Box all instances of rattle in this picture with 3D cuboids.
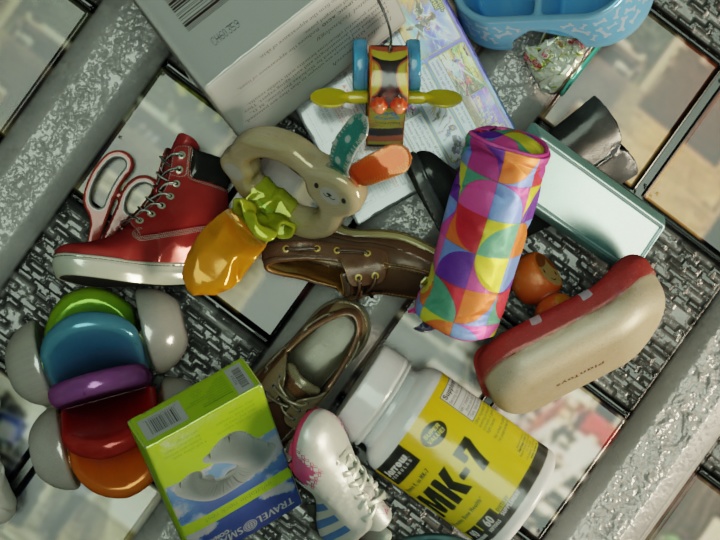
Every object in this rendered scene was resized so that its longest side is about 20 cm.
[{"bbox_3d":[-0.064,-0.056,1.426,0.143,0.199,0.131,-36,117,-37],"label":"rattle"}]

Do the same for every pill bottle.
[{"bbox_3d":[0.077,0.166,1.538,0.199,0.114,0.115,35,90,-1],"label":"pill bottle"}]

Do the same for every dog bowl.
[{"bbox_3d":[0.177,-0.272,1.526,0.198,0.050,0.113,2,77,23],"label":"dog bowl"}]

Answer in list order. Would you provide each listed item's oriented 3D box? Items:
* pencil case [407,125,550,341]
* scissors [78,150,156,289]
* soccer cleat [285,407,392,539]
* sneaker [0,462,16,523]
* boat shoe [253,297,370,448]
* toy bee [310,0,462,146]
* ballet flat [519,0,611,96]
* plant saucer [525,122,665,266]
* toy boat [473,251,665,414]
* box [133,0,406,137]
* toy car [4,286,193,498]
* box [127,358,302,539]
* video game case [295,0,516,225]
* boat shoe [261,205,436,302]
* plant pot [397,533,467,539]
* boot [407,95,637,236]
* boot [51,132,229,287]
[{"bbox_3d":[0.106,-0.033,1.460,0.087,0.089,0.202,18,110,-1],"label":"pencil case"},{"bbox_3d":[-0.265,-0.020,1.579,0.073,0.014,0.201,30,92,-9],"label":"scissors"},{"bbox_3d":[-0.011,0.199,1.505,0.086,0.201,0.070,19,58,23],"label":"soccer cleat"},{"bbox_3d":[-0.363,0.161,1.509,0.075,0.201,0.089,28,68,38],"label":"sneaker"},{"bbox_3d":[-0.066,0.108,1.554,0.075,0.072,0.201,36,90,-1],"label":"boat shoe"},{"bbox_3d":[0.016,-0.166,1.440,0.129,0.201,0.110,-12,52,16],"label":"toy bee"},{"bbox_3d":[0.231,-0.258,1.558,0.064,0.076,0.200,41,87,6],"label":"ballet flat"},{"bbox_3d":[0.214,-0.063,1.533,0.199,0.019,0.070,31,97,-34],"label":"plant saucer"},{"bbox_3d":[0.189,0.040,1.545,0.198,0.131,0.132,-27,68,-1],"label":"toy boat"},{"bbox_3d":[-0.099,-0.264,1.488,0.199,0.131,0.200,-38,67,-1],"label":"box"},{"bbox_3d":[-0.240,0.117,1.509,0.173,0.150,0.202,-15,94,-1],"label":"toy car"},{"bbox_3d":[-0.129,0.187,1.496,0.121,0.048,0.201,-28,135,-13],"label":"box"},{"bbox_3d":[0.028,-0.175,1.566,0.180,0.045,0.202,-29,91,1],"label":"video game case"},{"bbox_3d":[0.000,0.000,1.545,0.198,0.072,0.068,16,55,3],"label":"boat shoe"},{"bbox_3d":[0.073,0.361,1.499,0.197,0.196,0.203,0,90,-1],"label":"plant pot"},{"bbox_3d":[0.153,-0.100,1.529,0.199,0.165,0.066,-30,47,3],"label":"boot"},{"bbox_3d":[-0.203,-0.057,1.513,0.199,0.072,0.146,-2,90,-44],"label":"boot"}]
